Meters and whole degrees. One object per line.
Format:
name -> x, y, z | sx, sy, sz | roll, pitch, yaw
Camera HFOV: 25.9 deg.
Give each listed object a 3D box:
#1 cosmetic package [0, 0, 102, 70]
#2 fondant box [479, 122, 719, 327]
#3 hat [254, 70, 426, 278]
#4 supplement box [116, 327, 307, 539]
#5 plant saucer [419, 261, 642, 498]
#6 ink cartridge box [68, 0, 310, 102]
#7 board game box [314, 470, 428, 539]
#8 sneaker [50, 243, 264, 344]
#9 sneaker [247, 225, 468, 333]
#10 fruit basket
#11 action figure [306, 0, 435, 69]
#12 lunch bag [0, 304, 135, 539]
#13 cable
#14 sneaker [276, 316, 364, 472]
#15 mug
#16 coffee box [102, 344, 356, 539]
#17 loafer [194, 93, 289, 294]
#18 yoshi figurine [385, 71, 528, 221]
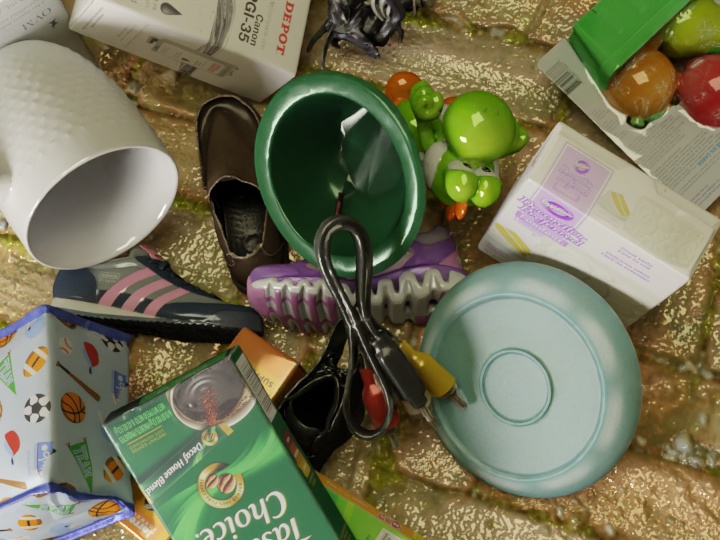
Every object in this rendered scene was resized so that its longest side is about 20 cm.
cosmetic package -> -0.369, -0.211, 1.439 | 0.199, 0.200, 0.123 | -32, 71, -4
fondant box -> 0.186, -0.029, 1.268 | 0.144, 0.200, 0.058 | 32, 73, 2
hat -> 0.018, -0.108, 1.365 | 0.165, 0.176, 0.200 | -28, 87, 35
supplement box -> -0.128, 0.151, 1.342 | 0.066, 0.069, 0.200 | 32, 81, 19
plant saucer -> 0.132, 0.093, 1.286 | 0.200, 0.027, 0.201 | 6, 103, 28
ink cartridge box -> -0.147, -0.262, 1.434 | 0.200, 0.083, 0.147 | 19, 69, -24
board game box -> -0.053, 0.209, 1.278 | 0.200, 0.030, 0.096 | 32, 102, -6
sneaker -> -0.178, 0.016, 1.397 | 0.199, 0.070, 0.082 | 8, 73, 9
sneaker -> 0.000, 0.000, 1.374 | 0.200, 0.081, 0.089 | -3, 63, -3
fruit basket -> 0.289, -0.175, 1.404 | 0.185, 0.094, 0.200 | -44, 86, -8
action figure -> 0.030, -0.271, 1.451 | 0.200, 0.102, 0.119 | -31, 37, -7
lunch bag -> -0.288, 0.148, 1.326 | 0.200, 0.124, 0.170 | -26, 55, 31
cable -> 0.003, 0.055, 1.273 | 0.097, 0.050, 0.200 | -31, 97, -5
sneaker -> -0.052, 0.140, 1.314 | 0.060, 0.104, 0.200 | 33, 77, 18
mug -> -0.284, -0.109, 1.358 | 0.200, 0.148, 0.175 | -12, 53, -38
coffee box -> -0.099, 0.173, 1.238 | 0.123, 0.044, 0.200 | -28, 99, 9
loafer -> -0.106, -0.080, 1.421 | 0.073, 0.071, 0.200 | -18, 68, 1
yoshi figurine -> 0.085, -0.122, 1.335 | 0.112, 0.112, 0.200 | -23, 26, -3
